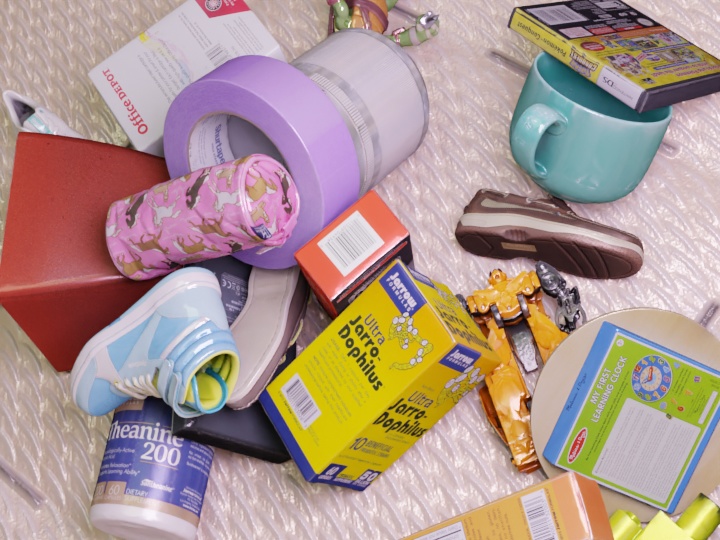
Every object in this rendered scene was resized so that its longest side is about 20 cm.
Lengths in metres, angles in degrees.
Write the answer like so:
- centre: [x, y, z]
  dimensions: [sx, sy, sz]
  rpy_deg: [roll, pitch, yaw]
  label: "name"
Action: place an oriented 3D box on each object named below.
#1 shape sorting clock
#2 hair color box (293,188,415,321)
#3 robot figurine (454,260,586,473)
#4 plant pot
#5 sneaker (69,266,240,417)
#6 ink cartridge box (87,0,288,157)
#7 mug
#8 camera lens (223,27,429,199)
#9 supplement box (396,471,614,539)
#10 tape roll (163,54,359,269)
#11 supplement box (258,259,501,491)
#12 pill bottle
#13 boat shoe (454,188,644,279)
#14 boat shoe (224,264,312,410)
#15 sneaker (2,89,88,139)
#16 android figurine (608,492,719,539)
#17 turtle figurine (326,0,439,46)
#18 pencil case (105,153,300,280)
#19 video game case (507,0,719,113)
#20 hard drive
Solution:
- centre: [0.253, 0.132, 1.057]
  dimensions: [0.196, 0.039, 0.204]
  rpy_deg: [0, 103, -1]
  label: "shape sorting clock"
- centre: [0.000, 0.000, 1.153]
  dimensions: [0.101, 0.200, 0.061]
  rpy_deg: [-40, 77, -5]
  label: "hair color box"
- centre: [0.166, 0.090, 1.145]
  dimensions: [0.143, 0.058, 0.202]
  rpy_deg: [-20, 61, 6]
  label: "robot figurine"
- centre: [-0.268, -0.023, 1.263]
  dimensions: [0.173, 0.201, 0.203]
  rpy_deg: [-4, 63, 4]
  label: "plant pot"
- centre: [-0.194, 0.105, 1.091]
  dimensions: [0.200, 0.079, 0.132]
  rpy_deg: [-43, 56, 22]
  label: "sneaker"
- centre: [-0.184, -0.204, 1.346]
  dimensions: [0.199, 0.145, 0.146]
  rpy_deg: [-35, 60, -3]
  label: "ink cartridge box"
- centre: [0.215, -0.142, 1.184]
  dimensions: [0.182, 0.116, 0.153]
  rpy_deg: [5, 36, -19]
  label: "mug"
- centre: [-0.031, -0.155, 1.236]
  dimensions: [0.158, 0.162, 0.200]
  rpy_deg: [22, 42, 25]
  label: "camera lens"
- centre: [0.124, 0.248, 1.045]
  dimensions: [0.198, 0.066, 0.070]
  rpy_deg: [-25, 63, 24]
  label: "supplement box"
- centre: [-0.099, -0.104, 1.133]
  dimensions: [0.198, 0.203, 0.066]
  rpy_deg: [23, 41, 26]
  label: "tape roll"
- centre: [0.018, 0.106, 1.120]
  dimensions: [0.200, 0.108, 0.110]
  rpy_deg: [-45, 58, 14]
  label: "supplement box"
- centre: [-0.203, 0.171, 1.185]
  dimensions: [0.109, 0.111, 0.203]
  rpy_deg: [2, 65, 17]
  label: "pill bottle"
- centre: [0.199, -0.049, 1.197]
  dimensions: [0.199, 0.075, 0.076]
  rpy_deg: [13, 62, 22]
  label: "boat shoe"
- centre: [-0.093, 0.062, 1.161]
  dimensions: [0.071, 0.060, 0.202]
  rpy_deg: [-7, 45, 24]
  label: "boat shoe"
- centre: [-0.374, -0.155, 1.412]
  dimensions: [0.199, 0.089, 0.075]
  rpy_deg: [35, 76, 28]
  label: "sneaker"
- centre: [0.270, 0.300, 1.011]
  dimensions: [0.200, 0.041, 0.182]
  rpy_deg: [-45, 63, -4]
  label: "android figurine"
- centre: [0.030, -0.332, 1.338]
  dimensions: [0.141, 0.201, 0.196]
  rpy_deg: [8, 56, 5]
  label: "turtle figurine"
- centre: [-0.153, -0.047, 1.095]
  dimensions: [0.198, 0.082, 0.088]
  rpy_deg: [-12, 75, 35]
  label: "pencil case"
- centre: [0.280, -0.233, 1.220]
  dimensions: [0.198, 0.026, 0.180]
  rpy_deg: [-18, 48, -44]
  label: "video game case"
- centre: [-0.125, 0.086, 1.192]
  dimensions: [0.033, 0.138, 0.203]
  rpy_deg: [-26, 53, 40]
  label: "hard drive"
